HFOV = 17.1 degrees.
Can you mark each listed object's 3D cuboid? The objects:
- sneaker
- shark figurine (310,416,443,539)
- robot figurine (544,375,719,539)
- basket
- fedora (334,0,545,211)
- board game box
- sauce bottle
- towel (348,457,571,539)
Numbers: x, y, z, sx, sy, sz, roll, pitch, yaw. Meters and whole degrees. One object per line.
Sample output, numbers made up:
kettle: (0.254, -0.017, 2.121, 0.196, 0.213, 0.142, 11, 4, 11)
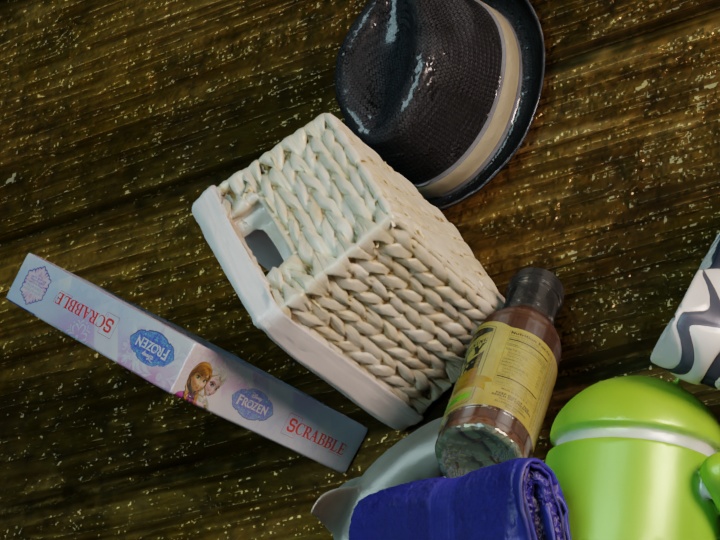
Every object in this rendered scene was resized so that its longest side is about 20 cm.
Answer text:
sneaker: (0.281, 0.015, 1.530, 0.199, 0.129, 0.080, -54, -8, -43)
shark figurine: (-0.002, 0.197, 1.655, 0.128, 0.089, 0.215, -4, 65, 39)
robot figurine: (0.170, 0.157, 1.514, 0.175, 0.116, 0.201, -14, 60, 44)
basket: (0.000, 0.000, 1.677, 0.123, 0.200, 0.136, -39, 50, 9)
fedora: (0.042, -0.145, 1.778, 0.200, 0.092, 0.201, -17, 60, 31)
board game box: (-0.125, 0.068, 1.739, 0.199, 0.200, 0.041, 25, 87, 44)
sauce bottle: (0.099, 0.069, 1.599, 0.065, 0.065, 0.200, -24, 22, 28)
towel: (0.064, 0.202, 1.510, 0.200, 0.049, 0.148, -19, 68, 54)
